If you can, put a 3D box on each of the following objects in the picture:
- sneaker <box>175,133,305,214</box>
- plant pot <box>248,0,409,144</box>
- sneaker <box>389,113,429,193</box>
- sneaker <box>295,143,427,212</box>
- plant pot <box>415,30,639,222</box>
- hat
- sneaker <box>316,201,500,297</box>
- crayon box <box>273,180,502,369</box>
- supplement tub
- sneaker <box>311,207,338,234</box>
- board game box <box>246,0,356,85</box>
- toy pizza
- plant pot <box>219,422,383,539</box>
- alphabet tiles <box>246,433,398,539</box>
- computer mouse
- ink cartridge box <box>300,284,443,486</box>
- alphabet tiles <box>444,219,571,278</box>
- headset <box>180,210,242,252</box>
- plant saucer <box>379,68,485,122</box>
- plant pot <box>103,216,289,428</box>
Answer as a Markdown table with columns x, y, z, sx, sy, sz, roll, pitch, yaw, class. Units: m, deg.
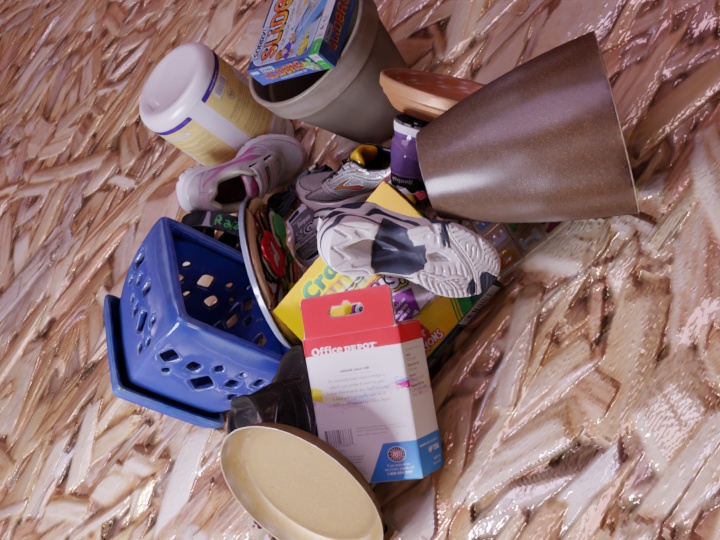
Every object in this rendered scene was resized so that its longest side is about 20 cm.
| x | y | z | sx | sy | sz | roll | pitch | yaw | class |
| --- | --- | --- | --- | --- | --- | --- | --- | --- | --- |
| -0.155 | -0.126 | 1.482 | 0.199 | 0.082 | 0.088 | -30 | 34 | -23 | sneaker |
| -0.022 | -0.261 | 1.410 | 0.199 | 0.173 | 0.201 | -24 | 49 | 31 | plant pot |
| 0.080 | -0.141 | 1.247 | 0.075 | 0.200 | 0.088 | 20 | 109 | 21 | sneaker |
| 0.000 | -0.126 | 1.346 | 0.199 | 0.082 | 0.078 | -7 | 36 | 33 | sneaker |
| 0.164 | -0.125 | 1.077 | 0.199 | 0.187 | 0.188 | -14 | 52 | 14 | plant pot |
| -0.109 | 0.180 | 1.208 | 0.200 | 0.080 | 0.202 | -177 | 90 | -71 | hat |
| 0.042 | -0.030 | 1.125 | 0.130 | 0.198 | 0.080 | -129 | 44 | -66 | sneaker |
| 0.029 | 0.032 | 1.190 | 0.172 | 0.058 | 0.200 | 43 | 99 | 16 | crayon box |
| -0.209 | -0.226 | 1.554 | 0.145 | 0.200 | 0.146 | -24 | 49 | 31 | supplement tub |
| 0.000 | 0.000 | 1.272 | 0.200 | 0.076 | 0.116 | 23 | 82 | 35 | sneaker |
| -0.062 | -0.339 | 1.341 | 0.135 | 0.034 | 0.201 | -4 | 62 | 44 | board game box |
| -0.099 | 0.001 | 1.306 | 0.032 | 0.201 | 0.201 | -18 | 49 | 10 | toy pizza |
| -0.059 | 0.232 | 1.111 | 0.199 | 0.201 | 0.028 | -12 | 28 | 40 | plant pot |
| -0.039 | 0.278 | 1.196 | 0.168 | 0.008 | 0.200 | -54 | 40 | 2 | alphabet tiles |
| -0.065 | -0.063 | 1.426 | 0.109 | 0.044 | 0.200 | -36 | 38 | 13 | computer mouse |
| 0.011 | 0.120 | 1.119 | 0.116 | 0.067 | 0.201 | -10 | 88 | 25 | ink cartridge box |
| 0.183 | -0.087 | 1.217 | 0.200 | 0.006 | 0.167 | -41 | 42 | 17 | alphabet tiles |
| -0.204 | -0.049 | 1.499 | 0.200 | 0.123 | 0.095 | -31 | 44 | 60 | headset |
| 0.117 | -0.194 | 1.228 | 0.200 | 0.199 | 0.038 | 37 | 120 | 50 | plant saucer |
| -0.222 | 0.081 | 1.370 | 0.180 | 0.199 | 0.201 | -44 | 42 | 23 | plant pot |
